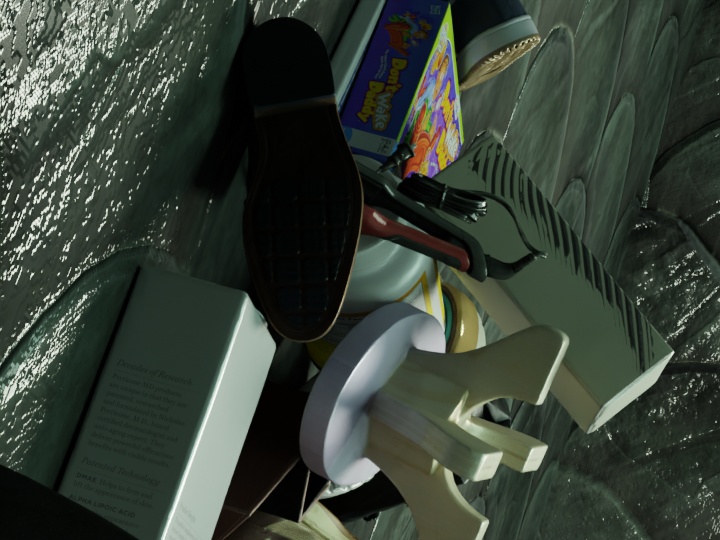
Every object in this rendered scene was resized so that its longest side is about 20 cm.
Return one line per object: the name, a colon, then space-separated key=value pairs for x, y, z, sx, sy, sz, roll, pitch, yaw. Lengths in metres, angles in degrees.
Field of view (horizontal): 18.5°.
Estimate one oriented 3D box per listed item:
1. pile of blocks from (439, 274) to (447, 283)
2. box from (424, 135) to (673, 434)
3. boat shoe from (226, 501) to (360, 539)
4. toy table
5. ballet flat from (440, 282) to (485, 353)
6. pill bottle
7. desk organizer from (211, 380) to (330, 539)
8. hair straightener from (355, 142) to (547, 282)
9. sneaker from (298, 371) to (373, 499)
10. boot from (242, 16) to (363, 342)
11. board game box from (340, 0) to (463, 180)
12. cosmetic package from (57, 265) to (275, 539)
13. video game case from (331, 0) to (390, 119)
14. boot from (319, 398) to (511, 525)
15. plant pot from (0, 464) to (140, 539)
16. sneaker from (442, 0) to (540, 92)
pile of blocks: x=0.022 y=0.030 z=1.839 sx=0.200 sy=0.082 sz=0.062 roll=93 pitch=-28 yaw=-74
box: x=0.124 y=0.010 z=1.533 sx=0.068 sy=0.200 sz=0.082 roll=-37 pitch=168 yaw=-12
boat shoe: x=-0.023 y=0.233 z=1.652 sx=0.200 sy=0.072 sz=0.072 roll=44 pitch=63 yaw=-28
toy table: x=0.050 y=0.104 z=1.472 sx=0.200 sy=0.117 sz=0.185 roll=-20 pitch=133 yaw=-66
ballet flat: x=0.064 y=0.054 z=1.725 sx=0.200 sy=0.063 sz=0.069 roll=142 pitch=-50 yaw=-68
pill bottle: x=0.000 y=0.000 z=1.552 sx=0.200 sy=0.109 sz=0.110 roll=78 pitch=31 yaw=-63
desk organizer: x=-0.080 y=0.139 z=1.454 sx=0.200 sy=0.077 sz=0.072 roll=-45 pitch=148 yaw=-65
hair straightener: x=0.031 y=-0.053 z=1.440 sx=0.041 sy=0.199 sz=0.077 roll=118 pitch=-8 yaw=-64
sneaker: x=-0.027 y=0.125 z=1.653 sx=0.082 sy=0.075 sz=0.200 roll=-33 pitch=-174 yaw=25
boot: x=-0.036 y=-0.044 z=1.351 sx=0.097 sy=0.074 sz=0.201 roll=90 pitch=-2 yaw=-73
board game box: x=0.030 y=-0.095 z=1.632 sx=0.200 sy=0.045 sz=0.135 roll=78 pitch=31 yaw=-64
cosmetic package: x=-0.118 y=0.110 z=1.272 sx=0.102 sy=0.074 sz=0.201 roll=70 pitch=35 yaw=-68
video game case: x=-0.002 y=-0.105 z=1.628 sx=0.200 sy=0.018 sz=0.144 roll=87 pitch=23 yaw=-56
boot: x=0.035 y=0.132 z=1.712 sx=0.200 sy=0.066 sz=0.165 roll=-33 pitch=-161 yaw=41
plant pot: x=-0.150 y=0.225 z=1.038 sx=0.200 sy=0.177 sz=0.200 roll=-18 pitch=124 yaw=-76
sneaker: x=0.069 y=-0.196 z=1.702 sx=0.070 sy=0.109 sz=0.200 roll=-25 pitch=179 yaw=-20
